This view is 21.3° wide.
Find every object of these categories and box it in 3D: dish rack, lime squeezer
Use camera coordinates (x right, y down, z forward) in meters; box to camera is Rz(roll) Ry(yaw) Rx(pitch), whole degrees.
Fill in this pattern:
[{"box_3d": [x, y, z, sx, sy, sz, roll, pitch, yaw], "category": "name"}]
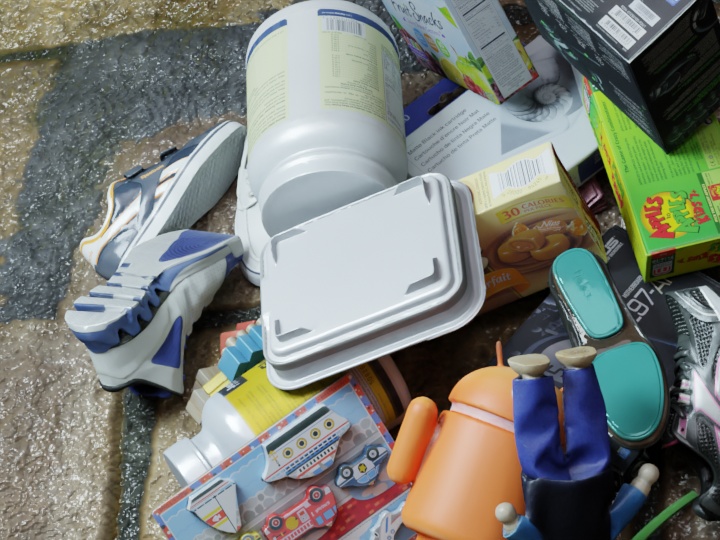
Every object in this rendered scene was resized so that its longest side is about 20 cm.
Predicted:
[{"box_3d": [0.000, 0.000, 1.583, 0.199, 0.044, 0.172, -22, 44, 16], "category": "dish rack"}, {"box_3d": [0.215, 0.252, 1.515, 0.070, 0.038, 0.201, 9, 57, 18], "category": "lime squeezer"}]

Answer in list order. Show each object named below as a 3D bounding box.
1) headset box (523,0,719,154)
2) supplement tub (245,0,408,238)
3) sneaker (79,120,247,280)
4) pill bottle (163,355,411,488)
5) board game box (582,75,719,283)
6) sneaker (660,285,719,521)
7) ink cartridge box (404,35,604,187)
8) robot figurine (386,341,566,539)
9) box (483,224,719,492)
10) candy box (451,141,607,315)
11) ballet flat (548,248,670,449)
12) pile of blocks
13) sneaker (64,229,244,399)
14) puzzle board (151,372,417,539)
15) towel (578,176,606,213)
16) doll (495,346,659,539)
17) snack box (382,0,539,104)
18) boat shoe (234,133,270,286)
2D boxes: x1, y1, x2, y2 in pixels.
[{"box_3d": [0.221, -0.213, 1.615, 0.093, 0.200, 0.174, -42, 62, 0], "category": "headset box"}, {"box_3d": [-0.031, -0.128, 1.721, 0.144, 0.145, 0.201, -8, 53, 7], "category": "supplement tub"}, {"box_3d": [-0.189, -0.074, 1.812, 0.079, 0.079, 0.200, 28, 67, 22], "category": "sneaker"}, {"box_3d": [-0.063, 0.130, 1.618, 0.200, 0.112, 0.112, -34, 55, -13], "category": "pill bottle"}, {"box_3d": [0.270, -0.095, 1.676, 0.101, 0.048, 0.201, -13, 58, -1], "category": "board game box"}, {"box_3d": [0.278, 0.109, 1.540, 0.086, 0.080, 0.201, -17, 74, -6], "category": "sneaker"}, {"box_3d": [0.126, -0.132, 1.779, 0.199, 0.041, 0.200, -38, 55, -14], "category": "ink cartridge box"}, {"box_3d": [0.104, 0.163, 1.533, 0.143, 0.117, 0.201, 20, 82, 25], "category": "robot figurine"}, {"box_3d": [0.222, 0.074, 1.636, 0.160, 0.044, 0.200, 33, 68, 29], "category": "box"}, {"box_3d": [0.100, -0.021, 1.655, 0.199, 0.116, 0.056, -22, 43, 15], "category": "candy box"}, {"box_3d": [0.209, 0.071, 1.569, 0.068, 0.069, 0.201, -17, 54, 3], "category": "ballet flat"}, {"box_3d": [-0.083, 0.052, 1.697, 0.200, 0.082, 0.062, -37, 56, -14], "category": "pile of blocks"}, {"box_3d": [-0.183, 0.049, 1.719, 0.080, 0.116, 0.199, 9, 32, 33], "category": "sneaker"}, {"box_3d": [-0.049, 0.201, 1.559, 0.200, 0.151, 0.017, -35, 12, -13], "category": "puzzle board"}, {"box_3d": [0.111, -0.074, 1.780, 0.199, 0.023, 0.144, -24, 53, -5], "category": "towel"}, {"box_3d": [0.165, 0.163, 1.471, 0.136, 0.201, 0.048, -8, 8, -15], "category": "doll"}, {"box_3d": [0.077, -0.243, 1.782, 0.053, 0.143, 0.200, -35, 25, -8], "category": "snack box"}, {"box_3d": [-0.084, -0.080, 1.800, 0.071, 0.066, 0.201, 0, 55, 12], "category": "boat shoe"}]
